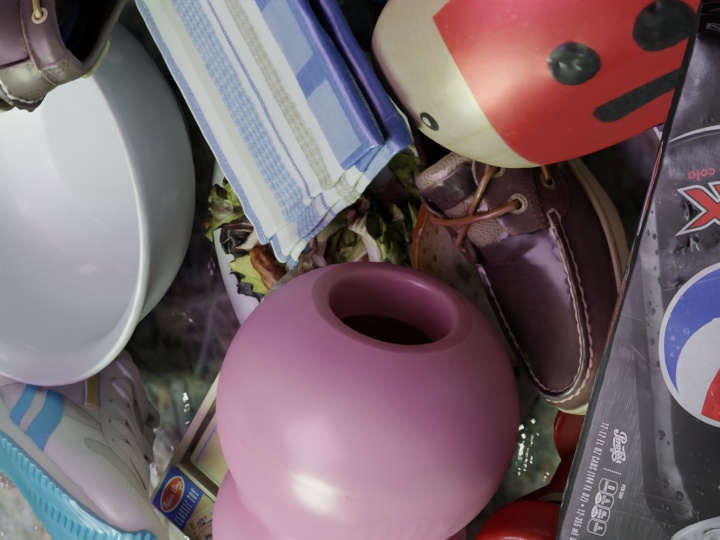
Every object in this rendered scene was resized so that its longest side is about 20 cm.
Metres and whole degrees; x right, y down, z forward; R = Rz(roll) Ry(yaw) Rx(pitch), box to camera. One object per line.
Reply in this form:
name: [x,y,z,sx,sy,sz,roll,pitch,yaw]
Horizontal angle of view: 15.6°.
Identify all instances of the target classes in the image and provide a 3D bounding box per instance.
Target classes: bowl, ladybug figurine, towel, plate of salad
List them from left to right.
bowl: [-0.144,-0.054,1.254,0.200,0.090,0.202,20,121,36]
towel: [-0.040,-0.086,1.065,0.148,0.024,0.200,61,163,4]
plate of salad: [0.000,0.000,1.177,0.199,0.048,0.201,20,122,35]
ladybug figurine: [0.098,-0.098,0.964,0.199,0.136,0.072,-29,65,23]

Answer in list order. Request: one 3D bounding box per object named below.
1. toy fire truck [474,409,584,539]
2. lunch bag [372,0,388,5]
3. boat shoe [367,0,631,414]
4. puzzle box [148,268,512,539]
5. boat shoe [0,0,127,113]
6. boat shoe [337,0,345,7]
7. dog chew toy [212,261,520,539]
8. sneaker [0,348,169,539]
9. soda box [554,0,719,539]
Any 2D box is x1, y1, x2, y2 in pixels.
toy fire truck: [0.151,0.119,1.061,0.168,0.112,0.200,46,137,-9]
lunch bag: [0.006,-0.212,1.010,0.160,0.076,0.201,-35,80,12]
boat shoe: [0.050,-0.035,1.060,0.072,0.072,0.201,-31,70,46]
puzzle box: [-0.020,0.098,1.215,0.133,0.025,0.200,41,143,8]
boat shoe: [-0.122,-0.147,1.138,0.059,0.201,0.072,-10,130,27]
boat shoe: [-0.033,-0.141,1.127,0.200,0.067,0.074,-34,85,46]
dog chew toy: [-0.007,0.098,1.084,0.124,0.124,0.201,31,125,28]
sneaker: [-0.133,0.079,1.269,0.200,0.080,0.077,44,158,52]
soda box: [0.120,0.013,0.907,0.063,0.071,0.201,14,108,4]
